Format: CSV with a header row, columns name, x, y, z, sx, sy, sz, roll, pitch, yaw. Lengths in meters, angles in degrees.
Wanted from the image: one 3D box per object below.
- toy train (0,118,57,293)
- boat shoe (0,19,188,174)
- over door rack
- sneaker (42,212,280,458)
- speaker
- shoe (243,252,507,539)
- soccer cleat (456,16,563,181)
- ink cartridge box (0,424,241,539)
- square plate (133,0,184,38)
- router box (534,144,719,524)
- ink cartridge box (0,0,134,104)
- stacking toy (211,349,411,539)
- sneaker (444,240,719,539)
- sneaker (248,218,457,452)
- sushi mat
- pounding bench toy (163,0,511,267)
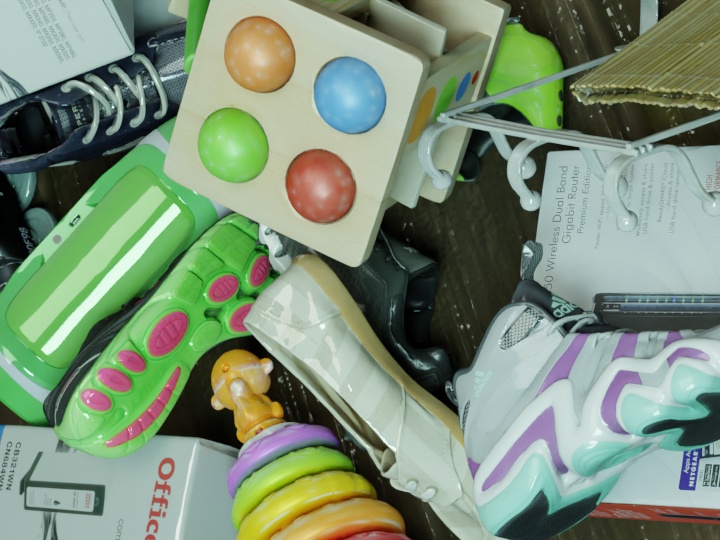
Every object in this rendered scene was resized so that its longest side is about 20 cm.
name,x,y,z,sx,sy,sz,roll,pitch,yaw
toy train,-0.273,-0.041,1.642,0.114,0.085,0.201,-45,56,28
boat shoe,-0.146,-0.107,1.562,0.199,0.093,0.075,-21,94,31
over door rack,0.150,-0.081,1.328,0.147,0.067,0.200,14,37,44
sneaker,-0.117,0.030,1.477,0.083,0.077,0.200,2,37,50
speaker,-0.154,0.002,1.537,0.200,0.088,0.088,-47,54,2
shoe,0.012,0.083,1.372,0.053,0.070,0.200,-40,92,-22
soccer cleat,0.029,-0.088,1.469,0.199,0.067,0.082,-15,71,27
ink cartridge box,-0.162,0.173,1.497,0.199,0.084,0.147,0,74,35
square plate,-0.115,-0.212,1.629,0.197,0.028,0.202,-11,69,32
router box,0.176,0.035,1.336,0.178,0.049,0.202,-1,74,34
ink cartridge box,-0.247,-0.172,1.574,0.199,0.085,0.145,-19,38,9
stacking toy,-0.038,0.129,1.407,0.116,0.110,0.201,-37,60,15
sneaker,0.124,0.037,1.291,0.199,0.078,0.141,-32,60,21
sneaker,0.000,0.000,1.456,0.090,0.066,0.201,-29,69,15
sushi mat,0.205,-0.132,1.310,0.095,0.200,0.012,7,123,42
pounding bench toy,-0.047,-0.112,1.370,0.199,0.156,0.125,25,116,15
